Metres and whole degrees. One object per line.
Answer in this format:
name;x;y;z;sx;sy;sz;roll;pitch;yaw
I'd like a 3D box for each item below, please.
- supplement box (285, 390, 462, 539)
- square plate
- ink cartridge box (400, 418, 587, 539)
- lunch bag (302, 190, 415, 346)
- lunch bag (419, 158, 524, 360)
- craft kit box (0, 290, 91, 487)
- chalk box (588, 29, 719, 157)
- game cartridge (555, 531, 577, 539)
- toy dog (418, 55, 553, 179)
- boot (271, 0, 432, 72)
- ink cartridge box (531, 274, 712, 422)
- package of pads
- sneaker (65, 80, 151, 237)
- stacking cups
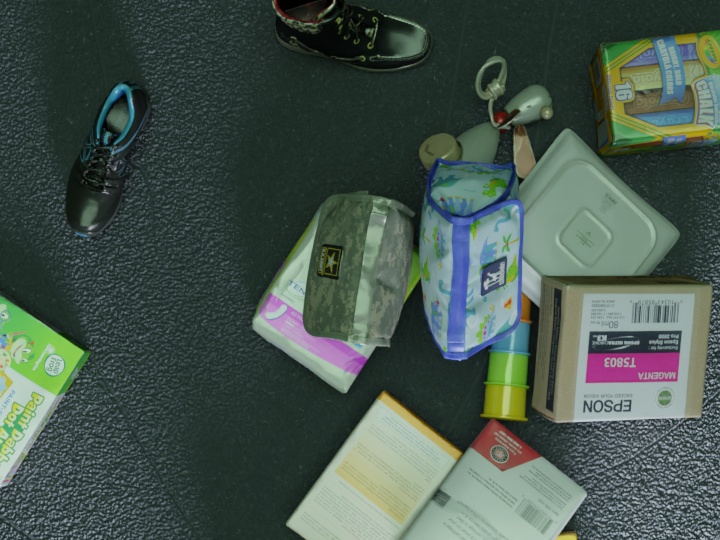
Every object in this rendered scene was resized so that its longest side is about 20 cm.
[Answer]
supplement box;0.017;0.263;1.701;0.126;0.074;0.201;37;88;3
square plate;0.269;-0.039;1.710;0.200;0.028;0.199;42;78;-4
ink cartridge box;0.153;0.305;1.666;0.144;0.084;0.201;37;78;14
lunch bag;0.000;0.000;1.589;0.116;0.200;0.166;10;88;0
lunch bag;0.121;-0.016;1.581;0.126;0.200;0.172;4;113;11
craft kit box;-0.470;0.131;1.738;0.196;0.049;0.201;32;88;0
chalk box;0.387;-0.214;1.698;0.197;0.125;0.126;-5;86;2
game cartridge;0.173;0.414;1.712;0.197;0.032;0.179;-4;86;4
toy dog;0.163;-0.147;1.704;0.201;0.132;0.096;-52;47;5
boot;-0.012;-0.296;1.698;0.201;0.154;0.075;9;87;2
ink cartridge box;0.311;0.091;1.663;0.197;0.075;0.167;-1;98;-17
package of pads;-0.027;0.025;1.721;0.154;0.068;0.201;34;87;2
sneaker;-0.321;-0.142;1.732;0.072;0.082;0.203;18;88;1
stacking cups;0.180;0.082;1.720;0.060;0.061;0.203;3;83;2
